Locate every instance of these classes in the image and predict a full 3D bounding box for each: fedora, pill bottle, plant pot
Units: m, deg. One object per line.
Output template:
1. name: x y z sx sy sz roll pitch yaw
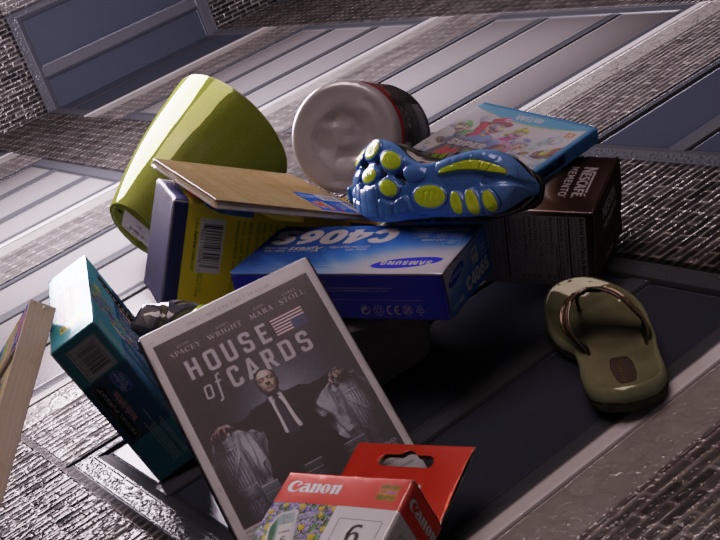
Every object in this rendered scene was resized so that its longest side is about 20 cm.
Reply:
1. fedora: -0.006 0.049 1.133 0.198 0.091 0.177 -15 22 -4
2. pill bottle: 0.010 -0.137 1.320 0.110 0.112 0.200 -14 2 17
3. plant pot: -0.227 -0.118 1.674 0.186 0.188 0.200 4 47 48

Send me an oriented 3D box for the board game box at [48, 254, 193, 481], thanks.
1. board game box: -0.218 0.084 1.161 0.047 0.151 0.200 -36 21 -2

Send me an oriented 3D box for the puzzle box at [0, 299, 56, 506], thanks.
1. puzzle box: -0.309 0.139 1.083 0.133 0.025 0.201 -46 29 47

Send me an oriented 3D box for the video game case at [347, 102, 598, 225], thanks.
1. video game case: 0.105 -0.098 1.190 0.143 0.018 0.199 19 42 42

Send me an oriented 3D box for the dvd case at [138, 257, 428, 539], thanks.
1. dvd case: -0.060 0.103 0.968 0.149 0.025 0.201 -26 66 -12

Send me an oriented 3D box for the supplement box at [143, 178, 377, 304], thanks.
1. supplement box: -0.098 -0.017 1.239 0.198 0.111 0.109 5 12 -19

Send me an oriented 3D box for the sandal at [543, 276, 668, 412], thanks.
1. sandal: 0.193 0.044 1.005 0.079 0.058 0.201 -20 21 2

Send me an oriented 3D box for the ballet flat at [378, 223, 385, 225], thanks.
1. ballet flat: 0.038 -0.056 1.379 0.070 0.068 0.200 -20 21 -20

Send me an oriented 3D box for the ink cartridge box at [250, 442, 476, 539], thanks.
1. ink cartridge box: -0.012 0.175 0.838 0.108 0.051 0.201 -4 40 37

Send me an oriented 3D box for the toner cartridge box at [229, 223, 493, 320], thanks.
1. toner cartridge box: 0.000 0.000 1.066 0.198 0.044 0.095 0 27 28

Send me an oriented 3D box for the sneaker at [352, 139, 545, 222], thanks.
1. sneaker: 0.069 -0.069 1.081 0.199 0.071 0.082 7 -3 44

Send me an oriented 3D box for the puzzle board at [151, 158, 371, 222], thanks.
1. puzzle board: -0.097 -0.072 1.194 0.150 0.018 0.200 5 13 -27

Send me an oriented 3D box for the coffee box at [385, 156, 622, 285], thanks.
1. coffee box: 0.135 -0.050 1.198 0.198 0.080 0.113 3 31 23

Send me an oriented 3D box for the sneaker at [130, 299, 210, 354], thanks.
1. sneaker: -0.156 0.062 1.155 0.080 0.074 0.200 16 -18 2
